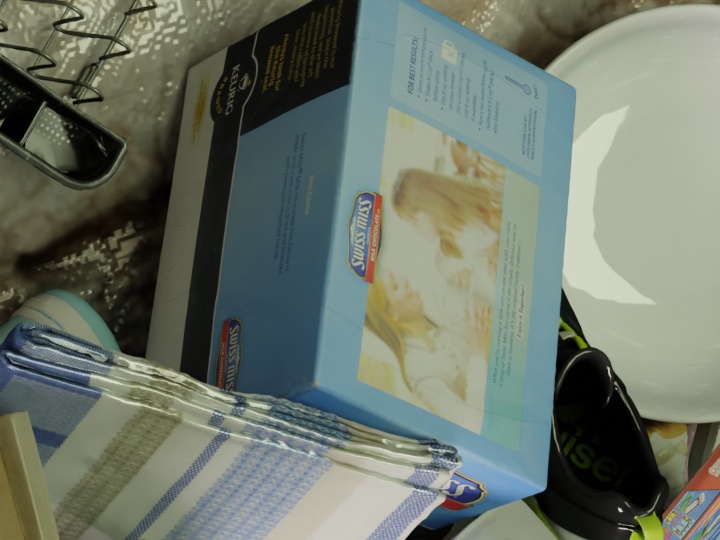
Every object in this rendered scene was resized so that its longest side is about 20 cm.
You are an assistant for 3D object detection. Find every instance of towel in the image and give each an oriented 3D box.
[{"bbox_3d":[-0.077,0.087,1.088,0.199,0.147,0.024,17,48,-23],"label":"towel"}]

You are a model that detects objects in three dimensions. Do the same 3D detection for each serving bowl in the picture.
[{"bbox_3d":[0.158,-0.028,1.329,0.199,0.066,0.202,0,93,-2],"label":"serving bowl"}]

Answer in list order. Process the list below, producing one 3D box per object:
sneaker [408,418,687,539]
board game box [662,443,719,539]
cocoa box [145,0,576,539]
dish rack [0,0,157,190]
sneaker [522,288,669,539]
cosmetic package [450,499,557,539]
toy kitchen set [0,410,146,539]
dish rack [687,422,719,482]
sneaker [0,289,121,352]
[{"bbox_3d":[0.082,0.126,1.315,0.199,0.076,0.088,-9,101,-31],"label":"sneaker"},{"bbox_3d":[0.116,0.171,1.268,0.200,0.019,0.103,-48,162,-15],"label":"board game box"},{"bbox_3d":[0.000,0.000,1.176,0.133,0.131,0.201,26,57,-33],"label":"cocoa box"},{"bbox_3d":[-0.134,-0.154,1.159,0.153,0.054,0.201,36,75,-31],"label":"dish rack"},{"bbox_3d":[0.092,0.046,1.226,0.071,0.083,0.201,-13,62,-26],"label":"sneaker"},{"bbox_3d":[0.006,0.192,1.188,0.074,0.200,0.102,51,24,6],"label":"cosmetic package"},{"bbox_3d":[-0.064,0.137,0.980,0.163,0.180,0.201,-7,79,-55],"label":"toy kitchen set"},{"bbox_3d":[0.248,0.078,1.426,0.200,0.043,0.173,30,73,-37],"label":"dish rack"},{"bbox_3d":[-0.140,0.123,1.169,0.130,0.079,0.201,-29,100,-30],"label":"sneaker"}]
